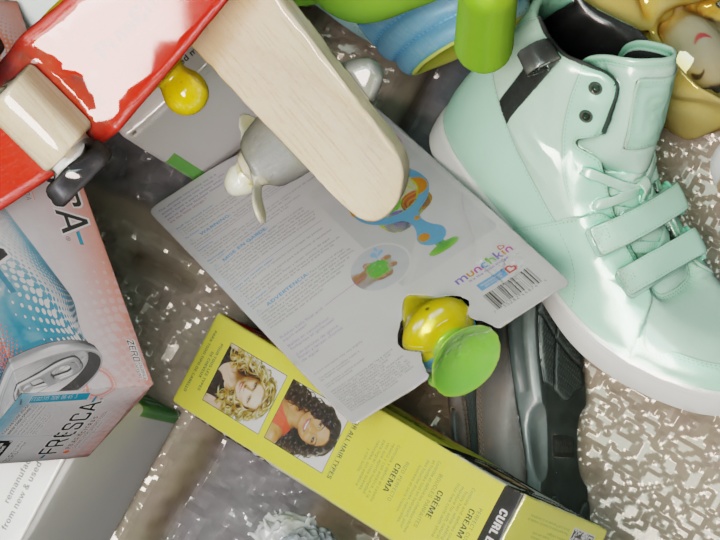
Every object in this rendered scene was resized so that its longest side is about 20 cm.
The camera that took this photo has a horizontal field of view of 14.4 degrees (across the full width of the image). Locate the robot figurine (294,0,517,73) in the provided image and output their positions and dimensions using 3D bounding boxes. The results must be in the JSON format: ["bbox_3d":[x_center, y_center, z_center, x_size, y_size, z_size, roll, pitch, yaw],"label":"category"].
[{"bbox_3d":[0.033,-0.178,1.224,0.199,0.116,0.177,-19,65,27],"label":"robot figurine"}]

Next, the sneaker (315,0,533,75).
[{"bbox_3d":[0.062,-0.176,1.334,0.131,0.080,0.200,43,92,7],"label":"sneaker"}]

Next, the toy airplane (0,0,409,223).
[{"bbox_3d":[-0.078,-0.120,1.168,0.198,0.141,0.202,0,95,-4],"label":"toy airplane"}]

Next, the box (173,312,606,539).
[{"bbox_3d":[0.010,0.086,1.267,0.199,0.075,0.050,28,91,40],"label":"box"}]

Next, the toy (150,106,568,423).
[{"bbox_3d":[0.000,0.000,1.296,0.115,0.047,0.200,-33,39,-12],"label":"toy"}]

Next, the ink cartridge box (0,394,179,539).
[{"bbox_3d":[-0.201,0.050,1.313,0.199,0.145,0.088,30,90,11],"label":"ink cartridge box"}]

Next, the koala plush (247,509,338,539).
[{"bbox_3d":[-0.015,0.221,1.236,0.177,0.184,0.201,32,91,11],"label":"koala plush"}]

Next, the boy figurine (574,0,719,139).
[{"bbox_3d":[0.130,-0.157,1.302,0.064,0.124,0.201,-7,98,51],"label":"boy figurine"}]

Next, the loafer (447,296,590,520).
[{"bbox_3d":[0.067,0.102,1.307,0.063,0.072,0.202,-7,74,29],"label":"loafer"}]

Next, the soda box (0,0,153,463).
[{"bbox_3d":[-0.158,-0.020,1.211,0.064,0.068,0.201,-47,56,43],"label":"soda box"}]

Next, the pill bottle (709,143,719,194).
[{"bbox_3d":[0.248,0.009,1.254,0.115,0.116,0.201,-30,79,5],"label":"pill bottle"}]

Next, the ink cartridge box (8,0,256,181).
[{"bbox_3d":[-0.122,-0.149,1.324,0.084,0.145,0.200,-41,78,4],"label":"ink cartridge box"}]

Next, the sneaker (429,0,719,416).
[{"bbox_3d":[0.122,-0.032,1.264,0.200,0.074,0.118,46,137,13],"label":"sneaker"}]
